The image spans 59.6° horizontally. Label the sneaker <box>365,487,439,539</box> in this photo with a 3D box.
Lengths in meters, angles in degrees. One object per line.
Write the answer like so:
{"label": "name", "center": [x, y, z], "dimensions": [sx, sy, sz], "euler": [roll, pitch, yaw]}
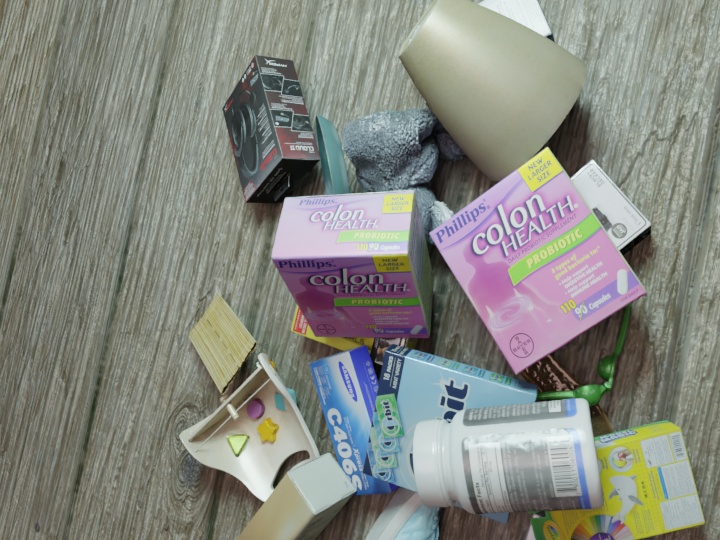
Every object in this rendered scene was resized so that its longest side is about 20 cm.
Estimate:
{"label": "sneaker", "center": [0.087, 0.344, 0.890], "dimensions": [0.081, 0.074, 0.201], "euler": [37, 96, -6]}

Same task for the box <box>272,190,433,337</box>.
{"label": "box", "center": [0.000, 0.000, 0.844], "dimensions": [0.171, 0.202, 0.098], "euler": [-1, 55, 15]}

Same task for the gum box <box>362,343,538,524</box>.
{"label": "gum box", "center": [0.112, 0.206, 0.810], "dimensions": [0.195, 0.044, 0.174], "euler": [13, 101, 17]}

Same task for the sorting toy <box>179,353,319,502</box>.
{"label": "sorting toy", "center": [-0.152, 0.262, 0.994], "dimensions": [0.200, 0.106, 0.181], "euler": [-43, 75, 14]}

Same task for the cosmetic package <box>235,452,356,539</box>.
{"label": "cosmetic package", "center": [-0.104, 0.370, 0.925], "dimensions": [0.071, 0.104, 0.201], "euler": [47, 116, 24]}

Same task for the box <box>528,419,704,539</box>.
{"label": "box", "center": [0.296, 0.266, 0.760], "dimensions": [0.195, 0.048, 0.120], "euler": [-15, 89, 4]}

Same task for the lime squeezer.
{"label": "lime squeezer", "center": [0.294, 0.127, 0.800], "dimensions": [0.199, 0.038, 0.071], "euler": [-39, 43, -5]}

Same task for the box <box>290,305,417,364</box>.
{"label": "box", "center": [-0.009, 0.088, 0.967], "dimensions": [0.196, 0.050, 0.077], "euler": [18, 92, 27]}

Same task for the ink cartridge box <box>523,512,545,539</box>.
{"label": "ink cartridge box", "center": [0.282, 0.438, 0.788], "dimensions": [0.197, 0.040, 0.204], "euler": [20, 92, 26]}

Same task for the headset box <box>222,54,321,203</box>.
{"label": "headset box", "center": [-0.147, -0.216, 1.026], "dimensions": [0.148, 0.076, 0.205], "euler": [-34, 66, 50]}

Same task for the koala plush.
{"label": "koala plush", "center": [0.059, -0.117, 0.905], "dimensions": [0.173, 0.183, 0.205], "euler": [-7, 93, 24]}

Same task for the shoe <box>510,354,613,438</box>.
{"label": "shoe", "center": [0.263, 0.170, 0.831], "dimensions": [0.069, 0.053, 0.202], "euler": [-31, 74, -4]}

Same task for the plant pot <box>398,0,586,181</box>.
{"label": "plant pot", "center": [0.152, -0.253, 0.810], "dimensions": [0.198, 0.188, 0.189], "euler": [35, 101, -13]}

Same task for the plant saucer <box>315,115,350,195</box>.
{"label": "plant saucer", "center": [-0.037, -0.131, 0.942], "dimensions": [0.027, 0.200, 0.205], "euler": [-10, 77, -5]}

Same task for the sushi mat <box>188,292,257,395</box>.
{"label": "sushi mat", "center": [-0.229, 0.115, 1.031], "dimensions": [0.096, 0.012, 0.199], "euler": [-53, 37, 0]}

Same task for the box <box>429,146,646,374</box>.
{"label": "box", "center": [0.214, -0.010, 0.772], "dimensions": [0.174, 0.096, 0.203], "euler": [-34, 78, 17]}

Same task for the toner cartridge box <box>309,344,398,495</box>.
{"label": "toner cartridge box", "center": [-0.005, 0.220, 0.919], "dimensions": [0.094, 0.043, 0.205], "euler": [-22, 83, 43]}

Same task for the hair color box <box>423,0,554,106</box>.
{"label": "hair color box", "center": [0.175, -0.326, 0.924], "dimensions": [0.197, 0.060, 0.102], "euler": [-24, 74, 21]}

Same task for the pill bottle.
{"label": "pill bottle", "center": [0.164, 0.212, 0.710], "dimensions": [0.195, 0.113, 0.117], "euler": [-10, 79, 19]}

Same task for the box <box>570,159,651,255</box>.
{"label": "box", "center": [0.270, -0.033, 0.842], "dimensions": [0.200, 0.060, 0.118], "euler": [-43, 68, 15]}
